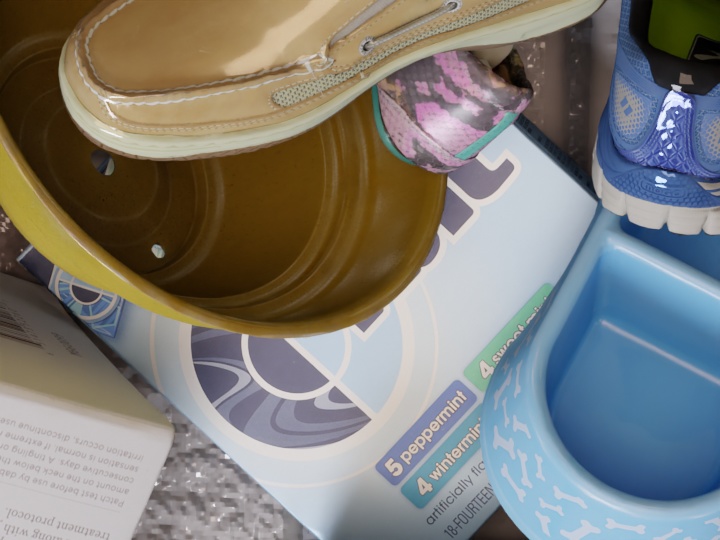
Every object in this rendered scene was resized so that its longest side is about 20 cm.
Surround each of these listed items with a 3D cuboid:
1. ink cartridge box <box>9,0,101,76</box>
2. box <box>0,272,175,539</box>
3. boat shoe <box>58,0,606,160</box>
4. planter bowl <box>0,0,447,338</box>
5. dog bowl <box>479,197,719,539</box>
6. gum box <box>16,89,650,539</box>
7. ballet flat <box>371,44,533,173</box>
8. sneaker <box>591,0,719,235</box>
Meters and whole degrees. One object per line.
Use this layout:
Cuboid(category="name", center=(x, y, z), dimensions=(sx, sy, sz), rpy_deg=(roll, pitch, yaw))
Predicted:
Cuboid(category="ink cartridge box", center=(-0.138, -0.111, 1.007), dimensions=(0.200, 0.037, 0.095), rpy_deg=(-39, 131, -18))
Cuboid(category="box", center=(-0.174, 0.106, 1.030), dimensions=(0.106, 0.152, 0.200), rpy_deg=(18, 103, -30))
Cuboid(category="boat shoe", center=(-0.003, -0.098, 0.901), dimensions=(0.200, 0.076, 0.072), rpy_deg=(-23, 74, -17))
Cuboid(category="planter bowl", center=(-0.072, -0.053, 0.979), dimensions=(0.201, 0.200, 0.083), rpy_deg=(51, 135, -4))
Cuboid(category="dog bowl", center=(0.120, 0.013, 0.992), dimensions=(0.111, 0.050, 0.200), rpy_deg=(27, 67, 7))
Cuboid(category="gum box", center=(0.000, 0.000, 1.066), dimensions=(0.200, 0.045, 0.170), rpy_deg=(43, 100, -1))
Cuboid(category="ballet flat", center=(0.028, -0.132, 0.999), dimensions=(0.071, 0.069, 0.201), rpy_deg=(-25, 62, 31))
Cuboid(category="sneaker", center=(0.132, -0.108, 0.975), dimensions=(0.078, 0.200, 0.089), rpy_deg=(12, 139, 7))
